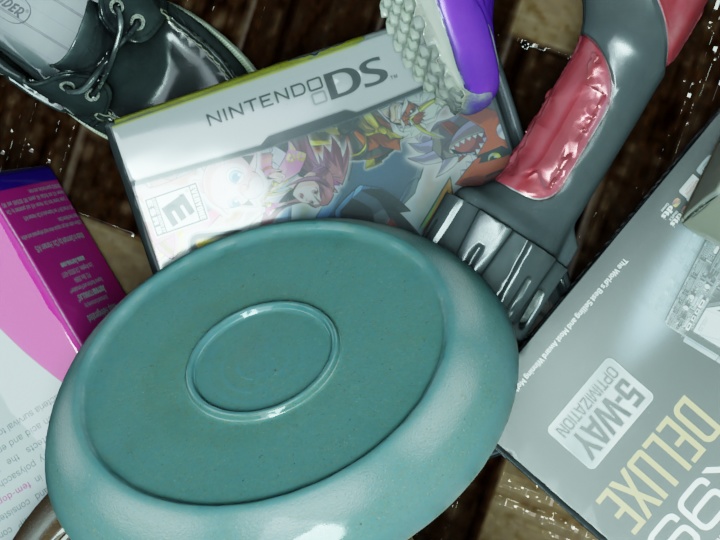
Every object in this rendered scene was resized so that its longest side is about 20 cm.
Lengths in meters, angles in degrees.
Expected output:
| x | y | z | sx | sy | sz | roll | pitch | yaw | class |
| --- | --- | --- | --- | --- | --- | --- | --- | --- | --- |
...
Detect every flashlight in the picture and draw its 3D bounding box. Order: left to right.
| x | y | z | sx | sy | sz | roll | pitch | yaw | class |
| --- | --- | --- | --- | --- | --- | --- | --- | --- | --- |
| 0.090 | -0.075 | 0.828 | 0.068 | 0.068 | 0.201 | 32 | 90 | 30 | flashlight |

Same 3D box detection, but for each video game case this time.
| x | y | z | sx | sy | sz | roll | pitch | yaw | class |
| --- | --- | --- | --- | --- | --- | --- | --- | --- | --- |
| 0.000 | 0.000 | 0.864 | 0.179 | 0.025 | 0.201 | -19 | 94 | -6 | video game case |

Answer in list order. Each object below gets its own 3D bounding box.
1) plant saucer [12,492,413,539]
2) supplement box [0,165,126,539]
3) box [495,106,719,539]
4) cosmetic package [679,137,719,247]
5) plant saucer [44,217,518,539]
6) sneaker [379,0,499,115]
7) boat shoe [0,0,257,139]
| x | y | z | sx | sy | sz | roll | pitch | yaw | class |
| --- | --- | --- | --- | --- | --- | --- | --- | --- | --- |
| -0.067 | 0.154 | 0.749 | 0.198 | 0.032 | 0.202 | -4 | 72 | 13 | plant saucer |
| -0.149 | 0.063 | 0.883 | 0.101 | 0.103 | 0.201 | -30 | 90 | 11 | supplement box |
| 0.166 | 0.040 | 0.834 | 0.158 | 0.050 | 0.200 | 41 | 89 | 3 | box |
| 0.224 | -0.089 | 0.782 | 0.103 | 0.073 | 0.201 | 29 | 80 | 1 | cosmetic package |
| -0.036 | 0.043 | 0.760 | 0.198 | 0.201 | 0.028 | -10 | 130 | 11 | plant saucer |
| 0.048 | -0.171 | 0.826 | 0.099 | 0.070 | 0.202 | -14 | 81 | -6 | sneaker |
| -0.133 | -0.110 | 0.877 | 0.199 | 0.066 | 0.075 | 36 | 99 | 2 | boat shoe |
